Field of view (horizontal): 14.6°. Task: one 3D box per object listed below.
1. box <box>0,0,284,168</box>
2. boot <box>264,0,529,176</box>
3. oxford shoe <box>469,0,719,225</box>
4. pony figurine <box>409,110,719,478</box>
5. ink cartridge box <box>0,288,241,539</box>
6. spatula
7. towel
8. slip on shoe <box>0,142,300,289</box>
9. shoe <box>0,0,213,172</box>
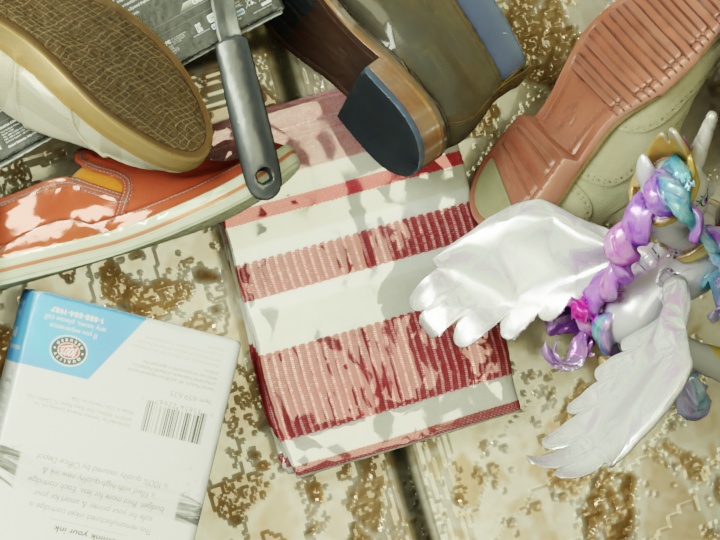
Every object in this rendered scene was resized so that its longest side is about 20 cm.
[{"bbox_3d":[-0.168,-0.159,1.467,0.200,0.086,0.164,-30,99,-12],"label":"box"},{"bbox_3d":[0.005,-0.153,1.525,0.097,0.075,0.200,-31,84,-29],"label":"boot"},{"bbox_3d":[0.148,-0.089,1.543,0.200,0.071,0.074,-44,133,16],"label":"oxford shoe"},{"bbox_3d":[0.150,0.015,1.498,0.193,0.200,0.167,-46,58,6],"label":"pony figurine"},{"bbox_3d":[-0.146,0.120,1.489,0.115,0.067,0.201,15,87,-14],"label":"ink cartridge box"},{"bbox_3d":[-0.068,-0.134,1.436,0.056,0.021,0.201,-15,99,-15],"label":"spatula"},{"bbox_3d":[0.000,0.000,1.547,0.144,0.023,0.201,-15,96,-14],"label":"towel"},{"bbox_3d":[-0.130,-0.038,1.479,0.199,0.074,0.061,-15,89,2],"label":"slip on shoe"},{"bbox_3d":[-0.161,-0.112,1.404,0.200,0.053,0.070,36,50,-16],"label":"shoe"}]
